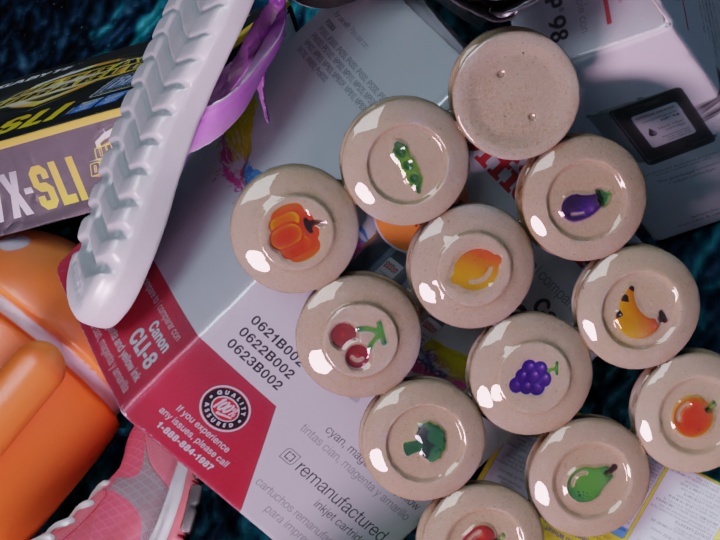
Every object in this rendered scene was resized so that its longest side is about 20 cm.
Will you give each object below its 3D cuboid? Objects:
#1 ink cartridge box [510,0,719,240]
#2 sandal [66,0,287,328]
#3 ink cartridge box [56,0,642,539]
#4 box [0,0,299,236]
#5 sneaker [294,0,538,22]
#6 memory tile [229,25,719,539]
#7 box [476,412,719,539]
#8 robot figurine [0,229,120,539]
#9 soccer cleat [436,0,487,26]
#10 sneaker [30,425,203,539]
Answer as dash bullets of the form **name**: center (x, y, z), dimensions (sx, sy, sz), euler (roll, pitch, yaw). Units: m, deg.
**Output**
- **ink cartridge box**: center (0.110, -0.111, 0.972), dimensions (0.067, 0.200, 0.116), euler (-18, 59, 20)
- **sandal**: center (-0.064, -0.069, 0.953), dimensions (0.203, 0.050, 0.082), euler (-65, 22, 4)
- **ink cartridge box**: center (0.000, 0.000, 0.993), dimensions (0.200, 0.145, 0.145), euler (-44, 30, 5)
- **box**: center (-0.141, -0.066, 1.134), dimensions (0.199, 0.049, 0.160), euler (-13, 18, 25)
- **sneaker**: center (0.025, -0.132, 0.902), dimensions (0.200, 0.071, 0.099), euler (-32, 41, 44)
- **memory tile**: center (0.054, 0.020, 0.907), dimensions (0.153, 0.200, 0.017), euler (-31, 14, 1)
- **box**: center (0.072, 0.163, 0.958), dimensions (0.117, 0.048, 0.200), euler (26, 79, 36)
- **robot figurine**: center (-0.178, 0.064, 1.104), dimensions (0.116, 0.144, 0.200), euler (33, 78, 25)
- **soccer cleat**: center (0.104, -0.198, 1.109), dimensions (0.200, 0.070, 0.086), euler (-41, 61, 14)
- **sneaker**: center (-0.126, 0.137, 1.031), dimensions (0.086, 0.074, 0.201), euler (18, 52, -6)
